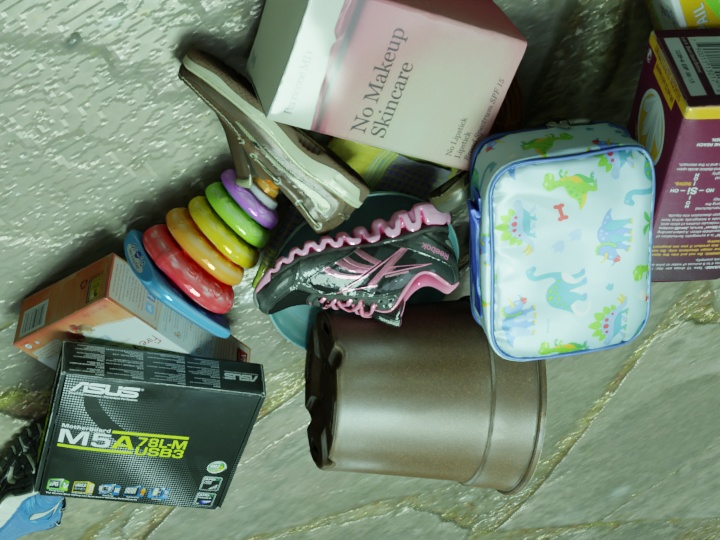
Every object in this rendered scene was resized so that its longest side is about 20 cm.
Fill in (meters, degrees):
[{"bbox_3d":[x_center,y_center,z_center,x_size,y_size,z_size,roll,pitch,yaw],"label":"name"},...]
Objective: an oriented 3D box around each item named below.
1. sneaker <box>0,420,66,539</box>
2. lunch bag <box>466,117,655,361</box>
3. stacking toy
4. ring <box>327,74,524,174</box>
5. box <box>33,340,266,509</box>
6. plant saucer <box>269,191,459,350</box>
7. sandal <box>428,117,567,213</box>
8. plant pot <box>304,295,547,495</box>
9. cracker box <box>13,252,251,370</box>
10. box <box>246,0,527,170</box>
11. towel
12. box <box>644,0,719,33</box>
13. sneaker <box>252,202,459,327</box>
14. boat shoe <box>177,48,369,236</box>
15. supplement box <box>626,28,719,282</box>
[{"bbox_3d":[-0.349,0.231,1.326,0.199,0.079,0.089,-37,147,17],"label":"sneaker"},{"bbox_3d":[0.170,-0.026,1.061,0.158,0.083,0.203,-9,119,-7],"label":"lunch bag"},{"bbox_3d":[-0.116,-0.049,1.140,0.200,0.116,0.109,-45,132,8],"label":"stacking toy"},{"bbox_3d":[0.065,-0.132,1.171,0.197,0.019,0.203,-10,133,-11],"label":"ring"},{"bbox_3d":[-0.211,0.158,1.206,0.197,0.048,0.194,9,135,-19],"label":"box"},{"bbox_3d":[0.000,0.000,1.195,0.197,0.028,0.202,-12,133,-14],"label":"plant saucer"},{"bbox_3d":[0.138,-0.088,1.138,0.081,0.055,0.199,-34,179,41],"label":"sandal"},{"bbox_3d":[0.054,0.114,1.177,0.195,0.202,0.202,3,130,-15],"label":"plant pot"},{"bbox_3d":[-0.221,0.076,1.207,0.133,0.058,0.199,-24,137,30],"label":"cracker box"},{"bbox_3d":[0.019,-0.182,1.035,0.197,0.109,0.129,11,119,-23],"label":"box"},{"bbox_3d":[-0.007,-0.044,1.187,0.142,0.023,0.201,17,120,-34],"label":"towel"},{"bbox_3d":[0.322,-0.246,1.098,0.111,0.102,0.201,-28,133,8],"label":"box"},{"bbox_3d":[0.001,0.012,1.111,0.197,0.097,0.079,-20,169,-4],"label":"sneaker"},{"bbox_3d":[-0.087,-0.105,1.069,0.202,0.075,0.075,39,100,-12],"label":"boat shoe"},{"bbox_3d":[0.289,-0.099,1.079,0.084,0.111,0.202,-2,135,-6],"label":"supplement box"}]
